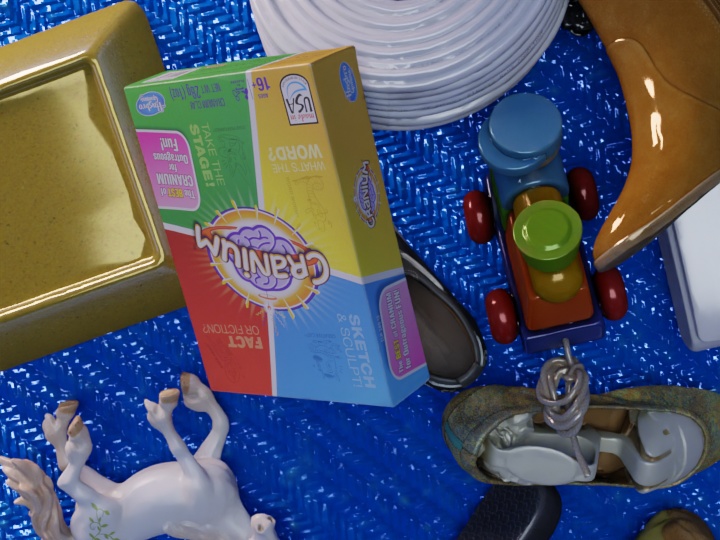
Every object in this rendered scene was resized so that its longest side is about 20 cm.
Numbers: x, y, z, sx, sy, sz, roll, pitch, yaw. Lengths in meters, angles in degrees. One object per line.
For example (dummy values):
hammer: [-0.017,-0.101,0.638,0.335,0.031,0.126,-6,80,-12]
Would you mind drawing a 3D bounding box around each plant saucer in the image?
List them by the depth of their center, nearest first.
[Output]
plant saucer: [-0.205,-0.049,0.806,0.198,0.048,0.202,-19,94,4]

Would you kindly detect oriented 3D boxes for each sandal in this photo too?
sandal: [0.065,0.219,0.804,0.043,0.076,0.201,36,97,-27]

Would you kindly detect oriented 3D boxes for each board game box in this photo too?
board game box: [-0.049,-0.023,0.742,0.152,0.040,0.202,0,111,39]

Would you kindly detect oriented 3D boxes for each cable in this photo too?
cable: [0.027,-0.184,0.748,0.198,0.069,0.202,7,76,8]

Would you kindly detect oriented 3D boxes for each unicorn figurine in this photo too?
unicorn figurine: [-0.123,0.143,0.812,0.198,0.074,0.139,-10,104,18]

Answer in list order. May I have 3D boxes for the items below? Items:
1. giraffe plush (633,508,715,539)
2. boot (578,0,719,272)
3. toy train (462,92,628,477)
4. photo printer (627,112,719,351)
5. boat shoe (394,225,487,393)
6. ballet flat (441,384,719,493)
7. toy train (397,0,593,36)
giraffe plush: [0.194,0.245,0.748,0.198,0.162,0.175,-2,95,3]
boot: [0.160,-0.110,0.705,0.201,0.071,0.144,-42,84,-13]
toy train: [0.112,0.005,0.722,0.084,0.116,0.202,-12,62,5]
photo printer: [0.278,-0.053,0.767,0.198,0.069,0.168,-13,93,4]
boat shoe: [0.000,0.000,0.790,0.200,0.068,0.072,42,97,1]
ballet flat: [0.149,0.108,0.774,0.198,0.071,0.071,4,95,-8]
toy train: [0.080,-0.161,0.788,0.198,0.034,0.046,-10,90,4]
